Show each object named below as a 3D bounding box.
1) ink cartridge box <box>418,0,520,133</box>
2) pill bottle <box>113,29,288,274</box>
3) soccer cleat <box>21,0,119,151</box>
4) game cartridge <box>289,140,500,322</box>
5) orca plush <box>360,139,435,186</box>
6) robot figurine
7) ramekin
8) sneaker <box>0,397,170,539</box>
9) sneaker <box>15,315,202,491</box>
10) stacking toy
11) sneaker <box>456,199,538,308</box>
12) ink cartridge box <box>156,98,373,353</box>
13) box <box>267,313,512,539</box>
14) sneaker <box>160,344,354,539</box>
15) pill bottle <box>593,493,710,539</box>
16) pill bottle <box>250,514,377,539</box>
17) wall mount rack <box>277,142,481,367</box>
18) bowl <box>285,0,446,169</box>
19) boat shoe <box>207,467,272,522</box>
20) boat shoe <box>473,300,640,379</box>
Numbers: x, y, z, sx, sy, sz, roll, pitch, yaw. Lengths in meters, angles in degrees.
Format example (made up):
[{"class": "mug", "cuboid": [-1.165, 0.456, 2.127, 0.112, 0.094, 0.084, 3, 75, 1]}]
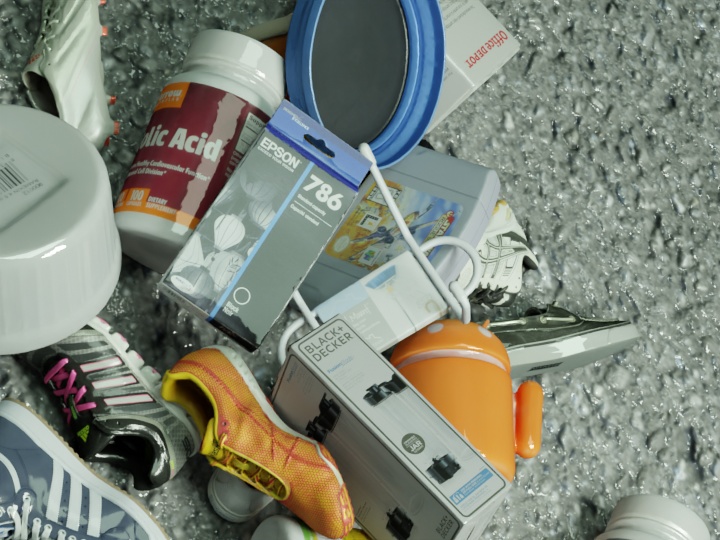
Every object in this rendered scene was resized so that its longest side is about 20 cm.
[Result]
[{"class": "ink cartridge box", "cuboid": [0.049, -0.253, 1.688, 0.200, 0.084, 0.145, 46, 35, -1]}, {"class": "pill bottle", "cuboid": [-0.136, -0.101, 1.468, 0.114, 0.114, 0.201, 25, 70, -17]}, {"class": "soccer cleat", "cuboid": [-0.267, -0.196, 1.502, 0.077, 0.069, 0.201, -1, 69, -28]}, {"class": "game cartridge", "cuboid": [0.036, -0.027, 1.533, 0.200, 0.133, 0.042, -54, 138, -21]}, {"class": "orca plush", "cuboid": [0.042, -0.058, 1.609, 0.105, 0.071, 0.200, 40, 52, -7]}, {"class": "robot figurine", "cuboid": [0.079, 0.130, 1.503, 0.116, 0.143, 0.201, 36, 46, -47]}, {"class": "ramekin", "cuboid": [-0.290, -0.041, 1.338, 0.199, 0.098, 0.201, 5, 48, -5]}, {"class": "sneaker", "cuboid": [-0.241, 0.200, 1.299, 0.200, 0.070, 0.109, 42, 46, 3]}, {"class": "sneaker", "cuboid": [-0.216, 0.106, 1.363, 0.200, 0.074, 0.088, 40, 45, -12]}, {"class": "stacking toy", "cuboid": [-0.042, -0.136, 1.582, 0.145, 0.146, 0.202, -9, 85, -34]}, {"class": "sneaker", "cuboid": [0.115, 0.002, 1.602, 0.088, 0.075, 0.200, 55, 38, -2]}, {"class": "ink cartridge box", "cuboid": [-0.074, -0.041, 1.389, 0.099, 0.039, 0.201, 33, 74, -7]}, {"class": "box", "cuboid": [0.016, 0.145, 1.340, 0.200, 0.117, 0.060, 43, 52, 18]}, {"class": "sneaker", "cuboid": [-0.085, 0.148, 1.342, 0.200, 0.073, 0.077, 42, 49, 21]}, {"class": "pill bottle", "cuboid": [0.242, 0.307, 1.508, 0.113, 0.113, 0.201, 37, 52, -8]}, {"class": "pill bottle", "cuboid": [0.008, 0.272, 1.386, 0.199, 0.111, 0.112, 14, 58, -24]}, {"class": "wall mount rack", "cuboid": [0.000, 0.000, 1.440, 0.199, 0.075, 0.174, -31, 68, -9]}, {"class": "bowl", "cuboid": [0.005, -0.193, 1.527, 0.200, 0.039, 0.202, -14, 108, -49]}, {"class": "boat shoe", "cuboid": [-0.059, 0.132, 1.448, 0.072, 0.068, 0.200, 48, 51, 0]}, {"class": "boat shoe", "cuboid": [0.186, 0.062, 1.633, 0.199, 0.071, 0.064, -8, 70, -32]}]
